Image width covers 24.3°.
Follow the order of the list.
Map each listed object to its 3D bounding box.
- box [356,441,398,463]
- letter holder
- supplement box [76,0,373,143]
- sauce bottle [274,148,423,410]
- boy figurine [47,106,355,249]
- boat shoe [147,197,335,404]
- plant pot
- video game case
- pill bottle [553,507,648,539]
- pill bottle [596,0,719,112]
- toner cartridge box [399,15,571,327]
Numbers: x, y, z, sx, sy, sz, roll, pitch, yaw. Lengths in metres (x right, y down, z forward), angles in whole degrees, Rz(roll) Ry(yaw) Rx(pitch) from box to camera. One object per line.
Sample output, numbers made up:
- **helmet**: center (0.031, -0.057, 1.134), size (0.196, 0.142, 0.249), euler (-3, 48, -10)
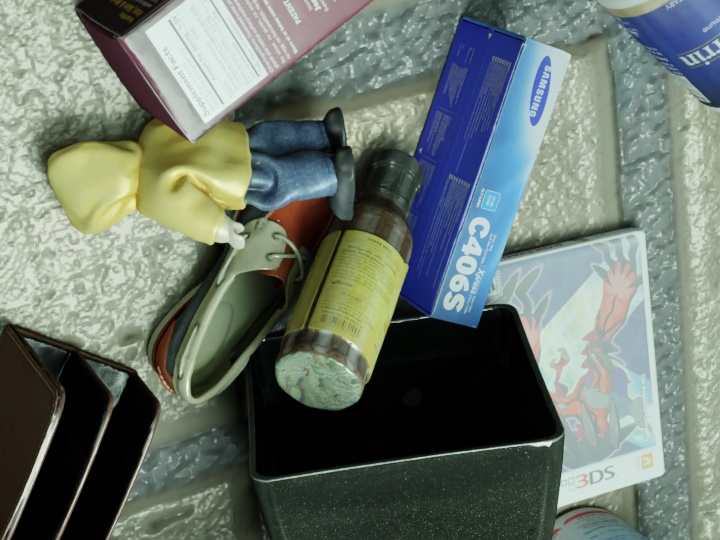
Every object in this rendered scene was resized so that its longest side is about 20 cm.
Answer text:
- **box**: center (0.034, 0.232, 1.289), size (0.143, 0.036, 0.202), euler (11, 100, -28)
- **letter holder**: center (-0.211, 0.161, 1.087), size (0.100, 0.142, 0.202), euler (23, 96, -29)
- **supplement box**: center (-0.070, -0.184, 1.062), size (0.199, 0.110, 0.086), euler (-39, 119, -9)
- **sauce bottle**: center (0.000, 0.000, 1.125), size (0.065, 0.064, 0.201), euler (48, 45, -30)
- **boy figurine**: center (-0.102, -0.059, 1.089), size (0.197, 0.125, 0.065), euler (-8, 137, -10)
- **boat shoe**: center (-0.070, 0.004, 1.151), size (0.071, 0.062, 0.201), euler (41, 85, -28)
- **plant pot**: center (0.032, 0.156, 1.143), size (0.197, 0.200, 0.179), euler (-8, 113, -2)
- **video game case**: center (0.150, 0.082, 1.281), size (0.180, 0.023, 0.203), euler (-12, 102, -26)
- **pill bottle**: center (0.217, 0.272, 1.296), size (0.108, 0.200, 0.110), euler (-8, 110, -22)
- **pill bottle**: center (0.266, -0.188, 1.220), size (0.199, 0.116, 0.116), euler (36, 89, -30)
- **toner cartridge box**: center (0.077, -0.071, 1.179), size (0.043, 0.095, 0.202), euler (13, 101, -30)
